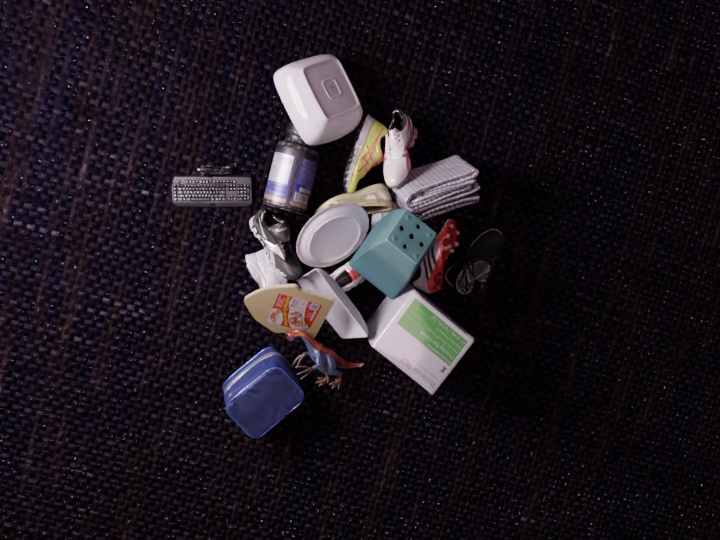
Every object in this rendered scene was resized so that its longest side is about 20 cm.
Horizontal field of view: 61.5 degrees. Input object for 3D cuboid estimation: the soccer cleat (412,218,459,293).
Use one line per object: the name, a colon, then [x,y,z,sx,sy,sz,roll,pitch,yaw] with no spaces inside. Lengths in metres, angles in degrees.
soccer cleat: [0.192,-0.040,1.549,0.068,0.084,0.204,31,72,-48]

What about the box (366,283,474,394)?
box: [0.137,0.156,1.494,0.198,0.200,0.172,38,93,-9]

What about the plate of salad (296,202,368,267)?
plate of salad: [-0.070,-0.090,1.480,0.196,0.048,0.203,-21,141,-17]

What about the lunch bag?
lunch bag: [-0.250,0.303,1.506,0.198,0.132,0.137,-37,114,-2]

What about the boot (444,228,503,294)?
boot: [0.302,-0.023,1.509,0.199,0.168,0.077,-41,98,-1]

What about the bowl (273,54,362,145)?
bowl: [-0.085,-0.414,1.428,0.199,0.074,0.203,-31,97,-40]

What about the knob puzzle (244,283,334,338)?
knob puzzle: [-0.178,0.085,1.439,0.214,0.222,0.031,10,51,-6]

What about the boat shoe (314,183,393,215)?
boat shoe: [-0.018,-0.152,1.501,0.196,0.073,0.064,-18,69,-1]

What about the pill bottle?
pill bottle: [-0.162,-0.245,1.469,0.109,0.112,0.205,15,94,-7]

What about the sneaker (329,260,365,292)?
sneaker: [-0.001,0.000,1.518,0.197,0.093,0.071,-32,98,-2]

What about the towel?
towel: [0.182,-0.201,1.479,0.196,0.166,0.087,-19,116,-4]

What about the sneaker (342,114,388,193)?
sneaker: [0.017,-0.277,1.503,0.089,0.078,0.204,20,95,-14]

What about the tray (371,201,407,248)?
tray: [0.079,-0.081,1.516,0.105,0.022,0.205,7,75,-15]

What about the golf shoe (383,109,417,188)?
golf shoe: [0.083,-0.293,1.462,0.071,0.092,0.204,-8,58,30]

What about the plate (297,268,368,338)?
plate: [-0.066,0.079,1.475,0.032,0.199,0.201,-39,97,-20]

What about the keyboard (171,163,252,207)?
keyboard: [-0.367,-0.209,1.488,0.195,0.040,0.107,-2,96,-7]

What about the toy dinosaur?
toy dinosaur: [-0.108,0.208,1.520,0.199,0.104,0.185,-33,118,-35]

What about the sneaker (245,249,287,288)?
sneaker: [-0.207,0.035,1.512,0.098,0.078,0.203,-26,99,-6]

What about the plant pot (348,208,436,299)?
plant pot: [0.085,-0.049,1.393,0.140,0.200,0.143,37,71,-3]

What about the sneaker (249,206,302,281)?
sneaker: [-0.198,-0.070,1.465,0.066,0.091,0.202,-24,75,-41]
